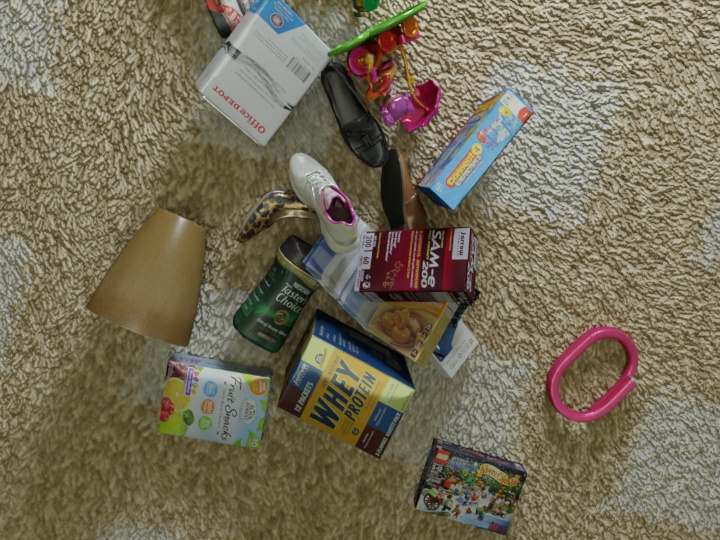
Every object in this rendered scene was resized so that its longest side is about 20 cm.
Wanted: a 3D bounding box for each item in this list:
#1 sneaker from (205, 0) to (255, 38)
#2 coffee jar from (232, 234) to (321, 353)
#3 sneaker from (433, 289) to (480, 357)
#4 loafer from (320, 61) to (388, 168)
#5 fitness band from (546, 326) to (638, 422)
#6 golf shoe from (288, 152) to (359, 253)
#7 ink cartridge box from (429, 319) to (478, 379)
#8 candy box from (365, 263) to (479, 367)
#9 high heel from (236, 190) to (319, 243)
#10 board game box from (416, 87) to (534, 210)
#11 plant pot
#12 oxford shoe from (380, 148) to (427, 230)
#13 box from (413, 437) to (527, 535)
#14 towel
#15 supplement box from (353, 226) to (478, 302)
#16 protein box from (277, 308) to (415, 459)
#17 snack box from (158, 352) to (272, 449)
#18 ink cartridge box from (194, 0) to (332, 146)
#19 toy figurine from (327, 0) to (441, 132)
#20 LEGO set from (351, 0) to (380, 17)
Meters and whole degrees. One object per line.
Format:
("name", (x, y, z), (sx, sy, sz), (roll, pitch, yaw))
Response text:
("sneaker", (-0.230, -0.514, 1.057), (0.105, 0.067, 0.206), (-23, 103, 0))
("coffee jar", (-0.140, 0.041, 1.136), (0.103, 0.085, 0.202), (31, 97, -28))
("sneaker", (0.162, 0.053, 1.115), (0.077, 0.088, 0.206), (25, 70, -37))
("loafer", (-0.015, -0.273, 1.099), (0.071, 0.063, 0.204), (-28, 94, 11))
("fitness band", (0.456, 0.204, 1.220), (0.200, 0.037, 0.144), (-45, 98, 4))
("golf shoe", (-0.058, -0.130, 1.057), (0.074, 0.092, 0.202), (-29, 74, -19))
("ink cartridge box", (0.131, 0.096, 1.169), (0.095, 0.037, 0.201), (-44, 102, -24))
("candy box", (0.107, 0.048, 1.077), (0.114, 0.055, 0.203), (28, 86, 31))
("high heel", (-0.117, -0.085, 1.126), (0.200, 0.071, 0.143), (-44, 93, -4))
("board game box", (0.185, -0.201, 1.059), (0.055, 0.200, 0.197), (38, 96, -6))
("plant pot", (-0.352, 0.004, 1.095), (0.182, 0.186, 0.205), (22, 83, -6))
("oxford shoe", (0.084, -0.122, 1.145), (0.070, 0.071, 0.206), (-14, 99, -30))
("box", (0.218, 0.432, 1.245), (0.194, 0.038, 0.140), (17, 98, -5))
("towel", (0.000, 0.000, 1.125), (0.200, 0.024, 0.148), (45, 68, -23))
("supplement box", (0.092, -0.008, 1.037), (0.194, 0.061, 0.112), (-2, 70, 25))
("protein box", (-0.026, 0.193, 1.114), (0.196, 0.199, 0.138), (28, 97, -6))
("snack box", (-0.274, 0.248, 1.185), (0.194, 0.053, 0.147), (11, 100, -5))
("ink cartridge box", (-0.164, -0.340, 1.054), (0.144, 0.084, 0.201), (37, 97, -31))
("toy figurine", (0.061, -0.324, 1.062), (0.198, 0.149, 0.188), (-34, 111, -22))
("LEGO set", (-0.021, -0.546, 1.057), (0.150, 0.115, 0.206), (6, 105, -34))
